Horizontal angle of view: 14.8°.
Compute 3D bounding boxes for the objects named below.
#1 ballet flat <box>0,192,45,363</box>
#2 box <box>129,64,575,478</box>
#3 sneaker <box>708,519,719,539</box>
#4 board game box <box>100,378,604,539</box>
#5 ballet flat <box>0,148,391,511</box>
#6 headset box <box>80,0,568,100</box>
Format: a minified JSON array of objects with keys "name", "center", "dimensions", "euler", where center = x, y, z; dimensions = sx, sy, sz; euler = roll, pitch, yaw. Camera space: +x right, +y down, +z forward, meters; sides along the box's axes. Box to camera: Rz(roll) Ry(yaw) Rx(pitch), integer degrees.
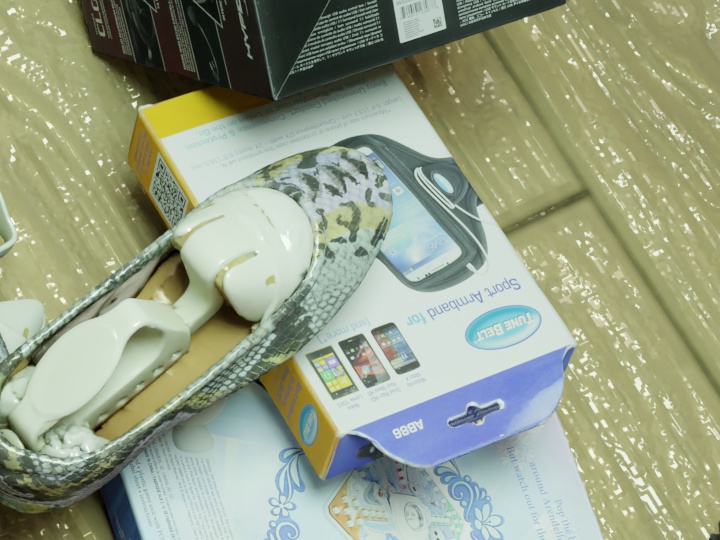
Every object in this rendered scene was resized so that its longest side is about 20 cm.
[{"name":"ballet flat","center":[-0.169,0.007,1.157],"dimensions":[0.072,0.072,0.201],"euler":[-13,71,-23]},{"name":"box","center":[0.000,0.000,1.169],"dimensions":[0.119,0.042,0.200],"euler":[-19,64,-26]},{"name":"sneaker","center":[0.197,0.193,1.174],"dimensions":[0.074,0.081,0.201],"euler":[8,62,-16]},{"name":"board game box","center":[-0.006,0.096,1.177],"dimensions":[0.198,0.043,0.200],"euler":[-11,69,-22]},{"name":"ballet flat","center":[-0.069,0.018,1.076],"dimensions":[0.200,0.072,0.072],"euler":[-40,81,-8]},{"name":"headset box","center":[-0.028,-0.140,1.213],"dimensions":[0.149,0.200,0.077],"euler":[-20,111,-25]}]
